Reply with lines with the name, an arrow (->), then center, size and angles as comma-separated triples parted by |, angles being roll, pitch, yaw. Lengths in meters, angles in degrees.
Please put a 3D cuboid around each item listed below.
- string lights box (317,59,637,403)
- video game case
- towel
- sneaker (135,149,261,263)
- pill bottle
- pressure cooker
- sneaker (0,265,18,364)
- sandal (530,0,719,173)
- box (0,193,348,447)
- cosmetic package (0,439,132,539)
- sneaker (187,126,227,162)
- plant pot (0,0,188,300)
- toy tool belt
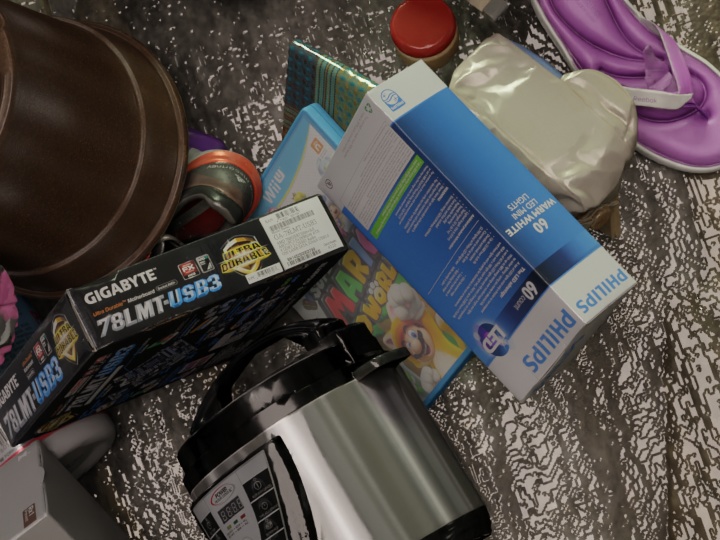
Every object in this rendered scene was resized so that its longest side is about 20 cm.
string lights box -> 0.070, -0.024, 1.110 | 0.200, 0.103, 0.059 | 47, 53, 11
video game case -> 0.000, 0.000, 1.222 | 0.200, 0.018, 0.143 | 48, 135, 13
towel -> 0.022, -0.059, 1.203 | 0.199, 0.148, 0.022 | 34, 47, 26
sneaker -> -0.154, -0.005, 1.238 | 0.077, 0.082, 0.200 | 39, 113, -15
pill bottle -> -0.274, 0.070, 1.263 | 0.108, 0.109, 0.201 | -37, 78, 4
pressure cooker -> -0.028, 0.139, 1.178 | 0.175, 0.179, 0.201 | -29, 78, -9
sneaker -> -0.296, 0.052, 1.154 | 0.087, 0.080, 0.201 | 53, 129, 27
sandal -> 0.193, -0.147, 1.232 | 0.082, 0.050, 0.203 | -46, 78, 2
box -> -0.131, 0.036, 1.155 | 0.197, 0.200, 0.050 | -20, 77, -32
cosmetic package -> -0.186, 0.225, 1.180 | 0.090, 0.107, 0.200 | -39, 114, 4
sneaker -> -0.187, -0.124, 1.292 | 0.198, 0.081, 0.089 | 18, 70, 10
plant pot -> -0.243, -0.095, 1.144 | 0.198, 0.198, 0.202 | -4, 79, 19
toy tool belt -> 0.104, -0.101, 1.214 | 0.200, 0.123, 0.125 | 39, 80, 18
